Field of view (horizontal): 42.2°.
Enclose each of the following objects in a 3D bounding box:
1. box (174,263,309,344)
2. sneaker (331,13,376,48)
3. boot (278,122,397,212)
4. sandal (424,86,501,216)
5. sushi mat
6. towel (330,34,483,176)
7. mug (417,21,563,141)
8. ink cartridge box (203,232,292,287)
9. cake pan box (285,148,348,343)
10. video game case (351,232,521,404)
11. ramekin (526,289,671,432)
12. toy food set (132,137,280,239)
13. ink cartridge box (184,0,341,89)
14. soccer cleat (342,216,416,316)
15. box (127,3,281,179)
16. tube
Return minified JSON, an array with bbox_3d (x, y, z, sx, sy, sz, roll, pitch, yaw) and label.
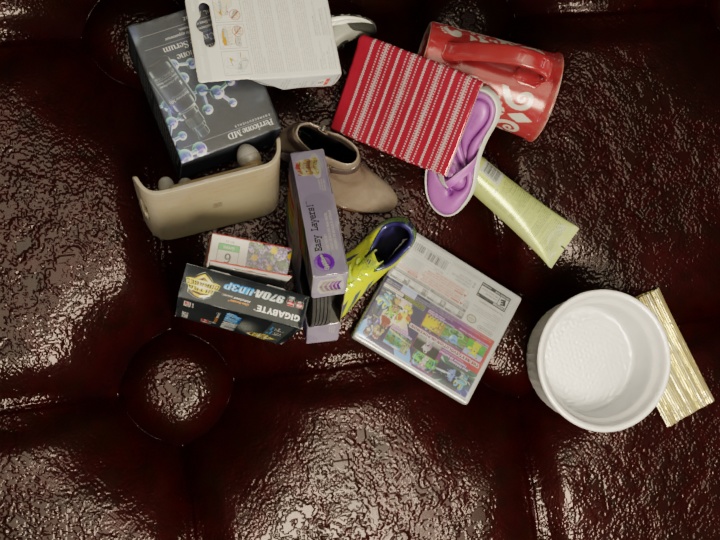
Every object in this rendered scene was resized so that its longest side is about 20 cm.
[{"bbox_3d":[-0.161,0.048,1.225,0.158,0.200,0.046,16,77,-10],"label":"box"},{"bbox_3d":[-0.071,-0.322,1.356,0.199,0.074,0.080,-17,97,-7],"label":"sneaker"},{"bbox_3d":[-0.024,-0.142,1.301,0.199,0.146,0.071,21,78,-9],"label":"boot"},{"bbox_3d":[0.136,-0.169,1.337,0.082,0.050,0.204,29,121,19],"label":"sandal"},{"bbox_3d":[0.467,0.132,1.443,0.095,0.012,0.201,-27,90,-12],"label":"sushi mat"},{"bbox_3d":[0.061,-0.235,1.325,0.199,0.022,0.146,26,107,19],"label":"towel"},{"bbox_3d":[0.185,-0.296,1.356,0.199,0.178,0.134,17,54,-5],"label":"mug"},{"bbox_3d":[-0.149,-0.014,1.234,0.108,0.200,0.051,11,82,-10],"label":"ink cartridge box"},{"bbox_3d":[-0.059,-0.025,1.232,0.052,0.185,0.201,-7,62,-9],"label":"cake pan box"},{"bbox_3d":[0.113,0.069,1.372,0.199,0.023,0.183,31,79,-8],"label":"video game case"},{"bbox_3d":[0.340,0.130,1.367,0.199,0.098,0.202,1,86,-8],"label":"ramekin"},{"bbox_3d":[-0.202,-0.114,1.265,0.199,0.144,0.061,-16,70,-12],"label":"toy food set"},{"bbox_3d":[-0.136,-0.325,1.263,0.198,0.050,0.164,-8,81,-17],"label":"ink cartridge box"},{"bbox_3d":[0.000,-0.001,1.318,0.200,0.084,0.065,-45,96,-3],"label":"soccer cleat"},{"bbox_3d":[-0.218,-0.252,1.294,0.148,0.107,0.201,-22,90,-14],"label":"box"},{"bbox_3d":[0.234,-0.093,1.405,0.200,0.052,0.058,38,123,-9],"label":"tube"}]
